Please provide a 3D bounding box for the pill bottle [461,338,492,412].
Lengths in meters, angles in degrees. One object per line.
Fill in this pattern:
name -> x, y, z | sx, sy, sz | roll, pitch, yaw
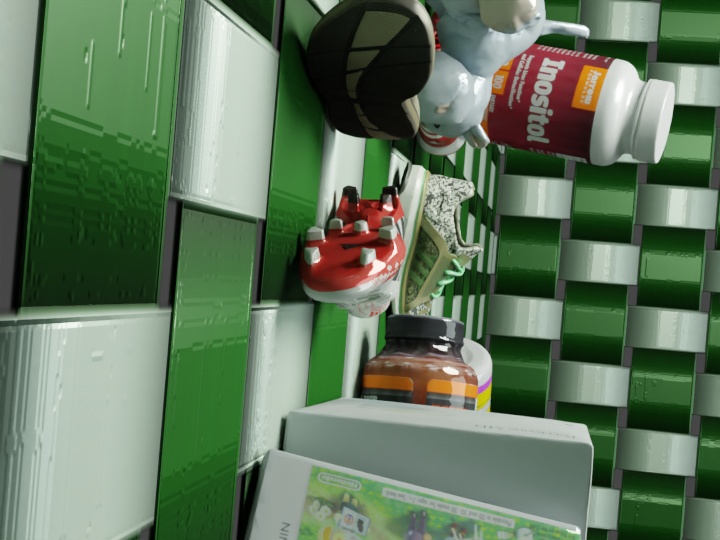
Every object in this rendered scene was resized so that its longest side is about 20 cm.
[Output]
pill bottle -> 0.089, 0.179, 1.405 | 0.104, 0.104, 0.200 | -67, 159, -63

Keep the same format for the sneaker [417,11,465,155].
sneaker -> 0.099, -0.232, 1.346 | 0.116, 0.078, 0.200 | 69, 26, -72

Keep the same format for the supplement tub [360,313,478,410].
supplement tub -> 0.049, 0.142, 1.132 | 0.107, 0.107, 0.200 | 44, 52, -78

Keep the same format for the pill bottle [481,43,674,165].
pill bottle -> 0.222, -0.174, 1.343 | 0.113, 0.200, 0.113 | 13, 90, -71

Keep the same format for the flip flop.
flip flop -> 0.012, -0.139, 0.840 | 0.200, 0.081, 0.058 | 75, 26, -76

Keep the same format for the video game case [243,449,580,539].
video game case -> 0.024, 0.206, 0.722 | 0.022, 0.200, 0.182 | 111, -8, -53

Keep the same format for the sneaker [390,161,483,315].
sneaker -> 0.077, -0.008, 1.282 | 0.077, 0.088, 0.200 | -64, 157, -67

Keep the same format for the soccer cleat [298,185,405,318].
soccer cleat -> 0.000, 0.000, 0.884 | 0.200, 0.068, 0.085 | -72, 160, -72

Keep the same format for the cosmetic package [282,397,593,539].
cosmetic package -> 0.058, 0.161, 0.901 | 0.200, 0.199, 0.123 | 14, 82, -81

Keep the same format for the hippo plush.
hippo plush -> 0.083, -0.212, 1.180 | 0.161, 0.159, 0.200 | -57, 160, 13
